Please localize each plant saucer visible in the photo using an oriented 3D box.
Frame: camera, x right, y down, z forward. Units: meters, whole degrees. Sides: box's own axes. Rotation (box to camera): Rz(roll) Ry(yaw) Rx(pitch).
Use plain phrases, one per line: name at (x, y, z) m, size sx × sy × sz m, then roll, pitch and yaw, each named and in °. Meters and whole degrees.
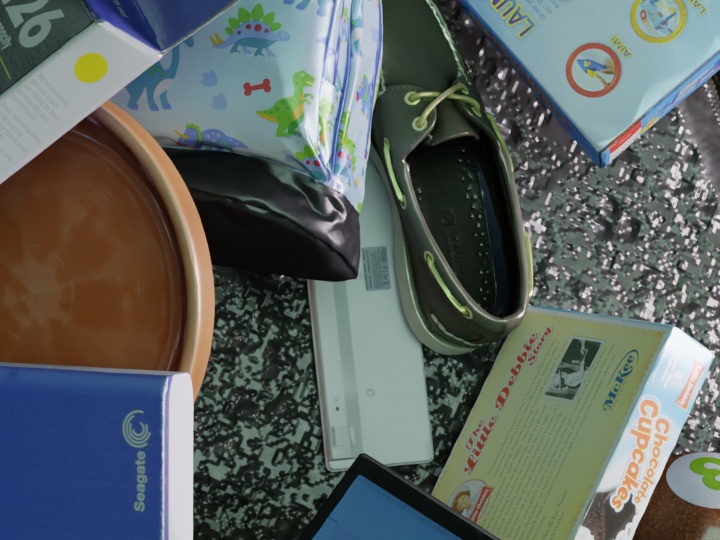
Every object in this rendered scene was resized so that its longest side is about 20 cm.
plant saucer at (-0.154, 0.011, 1.133) m, size 0.200 × 0.032 × 0.201 m, roll 3°, pitch 96°, yaw 26°

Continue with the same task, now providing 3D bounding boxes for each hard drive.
hard drive at (-0.168, 0.108, 1.106) m, size 0.200 × 0.025 × 0.132 m, roll 2°, pitch 93°, yaw 27°

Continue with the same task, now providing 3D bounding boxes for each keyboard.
keyboard at (0.000, 0.000, 1.244) m, size 0.056 × 0.011 × 0.200 m, roll -4°, pitch 83°, yaw -20°

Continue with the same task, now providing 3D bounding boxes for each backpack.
backpack at (-0.061, -0.114, 1.183) m, size 0.163 × 0.154 × 0.200 m, roll 11°, pitch 65°, yaw 15°

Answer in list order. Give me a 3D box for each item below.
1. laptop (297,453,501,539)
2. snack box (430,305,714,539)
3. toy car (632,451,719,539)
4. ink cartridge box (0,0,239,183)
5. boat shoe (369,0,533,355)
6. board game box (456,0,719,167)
laptop at (0.014, 0.217, 1.035) m, size 0.177 × 0.103 × 0.200 m, roll 33°, pitch 63°, yaw -3°
snack box at (0.084, 0.115, 1.191) m, size 0.037 × 0.116 × 0.200 m, roll 35°, pitch 75°, yaw -33°
toy car at (0.195, 0.161, 1.169) m, size 0.164 × 0.200 × 0.158 m, roll -10°, pitch 85°, yaw -15°
ink cartridge box at (-0.168, -0.122, 1.105) m, size 0.200 × 0.198 × 0.047 m, roll -39°, pitch 130°, yaw 6°
boat shoe at (0.040, -0.060, 1.229) m, size 0.072 × 0.060 × 0.202 m, roll -12°, pitch 86°, yaw -27°
board game box at (0.131, -0.190, 1.225) m, size 0.196 × 0.056 × 0.200 m, roll -39°, pitch 82°, yaw 1°
